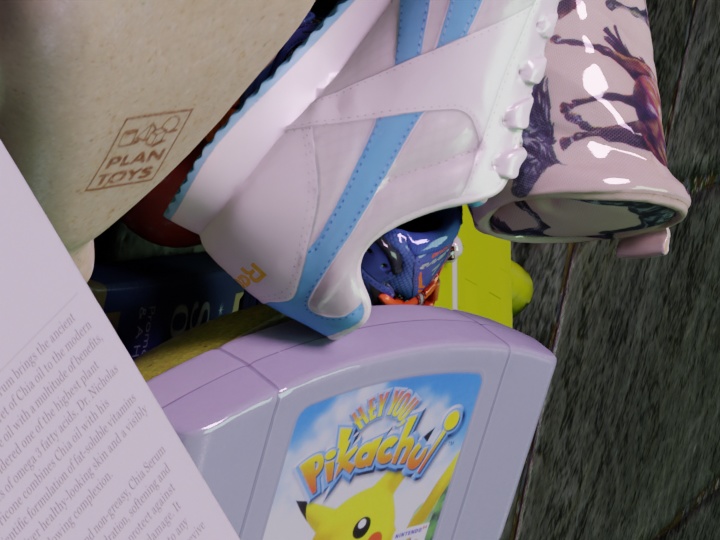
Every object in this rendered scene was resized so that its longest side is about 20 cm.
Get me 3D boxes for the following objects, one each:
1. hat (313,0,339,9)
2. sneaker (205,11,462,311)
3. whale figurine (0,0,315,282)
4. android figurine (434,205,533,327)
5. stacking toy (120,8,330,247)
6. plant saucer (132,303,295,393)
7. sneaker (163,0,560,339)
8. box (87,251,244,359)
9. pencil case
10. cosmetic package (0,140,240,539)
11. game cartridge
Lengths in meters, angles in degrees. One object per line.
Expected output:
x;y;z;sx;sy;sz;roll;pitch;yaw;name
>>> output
-0.003;-0.148;0.962;0.201;0.081;0.201;-12;90;-68;hat
0.000;0.000;0.899;0.075;0.078;0.200;-44;129;-45;sneaker
-0.093;-0.076;0.762;0.159;0.104;0.200;-15;142;-47;whale figurine
0.041;0.021;1.171;0.200;0.041;0.182;34;55;-67;android figurine
-0.034;-0.058;0.977;0.200;0.085;0.085;-40;140;-55;stacking toy
-0.098;0.117;0.853;0.200;0.048;0.200;-29;136;-35;plant saucer
0.029;-0.068;0.817;0.200;0.081;0.077;-48;-176;0;sneaker
-0.085;0.056;0.967;0.200;0.032;0.121;-11;113;-73;box
0.066;-0.103;0.891;0.089;0.078;0.200;4;73;-42;pencil case
-0.101;0.075;0.701;0.200;0.071;0.101;61;33;-15;cosmetic package
-0.012;0.078;0.858;0.200;0.040;0.133;-9;118;-47;game cartridge
